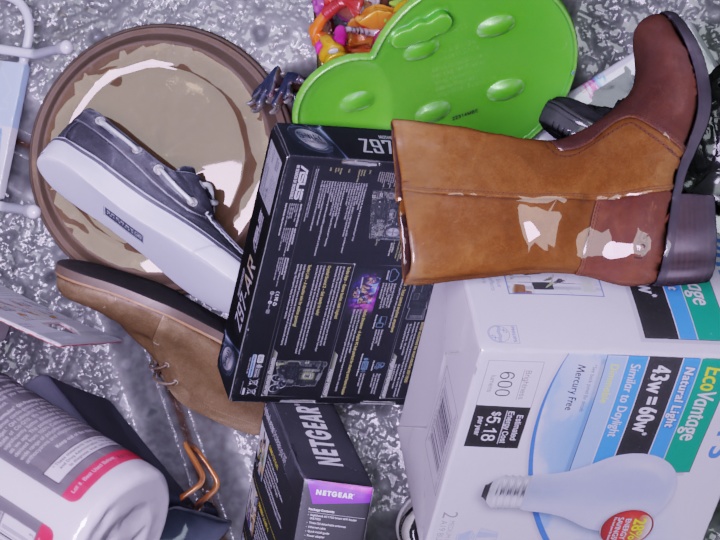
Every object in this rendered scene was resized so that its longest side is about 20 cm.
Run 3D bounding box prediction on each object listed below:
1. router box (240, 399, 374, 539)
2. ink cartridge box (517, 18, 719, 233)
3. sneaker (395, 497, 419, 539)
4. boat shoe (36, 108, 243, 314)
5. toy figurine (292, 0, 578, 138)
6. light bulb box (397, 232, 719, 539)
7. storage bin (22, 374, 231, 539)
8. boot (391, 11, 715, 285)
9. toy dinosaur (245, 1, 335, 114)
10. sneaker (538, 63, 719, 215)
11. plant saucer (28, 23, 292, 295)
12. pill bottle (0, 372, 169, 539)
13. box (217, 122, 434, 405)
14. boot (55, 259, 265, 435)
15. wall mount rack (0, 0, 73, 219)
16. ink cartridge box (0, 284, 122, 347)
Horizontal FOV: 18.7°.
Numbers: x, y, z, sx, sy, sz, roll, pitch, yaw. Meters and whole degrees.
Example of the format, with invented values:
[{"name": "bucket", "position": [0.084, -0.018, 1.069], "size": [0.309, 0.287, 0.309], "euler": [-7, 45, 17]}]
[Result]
[{"name": "router box", "position": [-0.041, 0.179, 1.477], "size": [0.051, 0.200, 0.150], "euler": [7, 103, -11]}, {"name": "ink cartridge box", "position": [0.183, -0.062, 1.541], "size": [0.199, 0.083, 0.146], "euler": [-32, 85, 3]}, {"name": "sneaker", "position": [0.124, 0.186, 1.536], "size": [0.199, 0.088, 0.076], "euler": [-4, 87, 4]}, {"name": "boat shoe", "position": [-0.131, -0.042, 1.549], "size": [0.200, 0.072, 0.068], "euler": [35, 66, 8]}, {"name": "toy figurine", "position": [0.027, -0.175, 1.516], "size": [0.199, 0.184, 0.151], "euler": [-19, 130, -5]}, {"name": "light bulb box", "position": [0.144, 0.081, 1.449], "size": [0.199, 0.125, 0.199], "euler": [2, 132, -12]}, {"name": "storage bin", "position": [-0.185, 0.149, 1.516], "size": [0.145, 0.200, 0.135], "euler": [-38, 76, 2]}, {"name": "boot", "position": [0.117, -0.078, 1.382], "size": [0.199, 0.069, 0.189], "euler": [2, 77, -5]}, {"name": "toy dinosaur", "position": [0.012, -0.080, 1.557], "size": [0.181, 0.105, 0.201], "euler": [34, 70, -20]}, {"name": "sneaker", "position": [0.228, -0.102, 1.470], "size": [0.199, 0.060, 0.105], "euler": [24, 87, 1]}, {"name": "plant saucer", "position": [-0.146, -0.081, 1.597], "size": [0.199, 0.029, 0.201], "euler": [0, 88, 4]}, {"name": "pill bottle", "position": [-0.228, 0.128, 1.379], "size": [0.199, 0.111, 0.111], "euler": [29, 91, 23]}, {"name": "box", "position": [0.000, 0.000, 1.488], "size": [0.159, 0.044, 0.201], "euler": [2, 124, -20]}, {"name": "boot", "position": [-0.134, 0.055, 1.560], "size": [0.199, 0.074, 0.076], "euler": [26, 101, -10]}, {"name": "wall mount rack", "position": [-0.268, -0.105, 1.565], "size": [0.173, 0.074, 0.201], "euler": [10, 89, 28]}, {"name": "ink cartridge box", "position": [-0.269, 0.032, 1.516], "size": [0.173, 0.200, 0.044], "euler": [25, 92, 6]}]
